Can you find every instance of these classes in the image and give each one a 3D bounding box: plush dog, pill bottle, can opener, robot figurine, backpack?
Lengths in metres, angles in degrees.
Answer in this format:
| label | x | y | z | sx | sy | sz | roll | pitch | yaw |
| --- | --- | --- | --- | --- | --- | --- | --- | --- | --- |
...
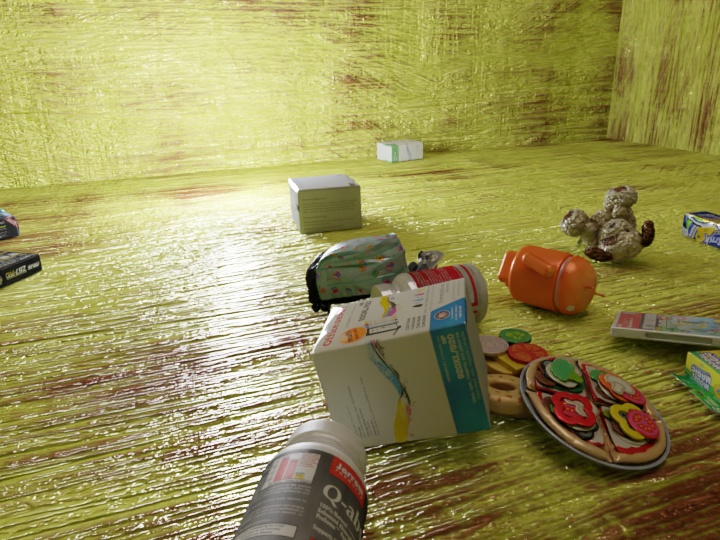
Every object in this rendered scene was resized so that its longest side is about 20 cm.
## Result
| label | x | y | z | sx | sy | sz | roll | pitch | yaw |
| --- | --- | --- | --- | --- | --- | --- | --- | --- | --- |
| plush dog | 0.616 | -0.083 | 1.356 | 0.197 | 0.162 | 0.173 | -27 | 32 | 13 |
| pill bottle | 0.122 | 0.055 | 1.007 | 0.195 | 0.115 | 0.112 | -8 | 21 | -17 |
| can opener | 0.126 | 0.018 | 1.213 | 0.052 | 0.068 | 0.200 | 11 | 37 | 31 |
| robot figurine | 0.370 | 0.018 | 1.084 | 0.197 | 0.146 | 0.116 | 17 | 44 | 41 |
| backpack | 0.000 | 0.000 | 1.112 | 0.196 | 0.129 | 0.167 | -8 | 21 | 28 |
| pill bottle | -0.053 | 0.240 | 0.523 | 0.113 | 0.119 | 0.201 | 2 | 21 | 9 |

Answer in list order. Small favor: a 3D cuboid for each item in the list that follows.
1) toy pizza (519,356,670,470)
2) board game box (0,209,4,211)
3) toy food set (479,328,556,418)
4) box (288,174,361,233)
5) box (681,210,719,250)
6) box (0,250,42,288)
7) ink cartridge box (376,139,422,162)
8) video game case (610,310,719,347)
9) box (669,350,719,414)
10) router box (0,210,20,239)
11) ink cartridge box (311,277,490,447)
| label | x | y | z | sx | sy | sz | roll | pitch | yaw |
| --- | --- | --- | --- | --- | --- | --- | --- | --- | --- |
| toy pizza | 0.307 | 0.172 | 0.725 | 0.195 | 0.032 | 0.202 | 9 | 30 | -5 |
| board game box | -1.284 | -0.157 | 1.785 | 0.148 | 0.046 | 0.200 | 5 | 21 | 17 |
| toy food set | 0.219 | 0.152 | 0.834 | 0.196 | 0.050 | 0.197 | -12 | 23 | -24 |
| box | -0.111 | -0.211 | 1.711 | 0.195 | 0.134 | 0.199 | -6 | 20 | -13 |
| box | 0.925 | -0.097 | 1.422 | 0.068 | 0.066 | 0.200 | -5 | 21 | -9 |
| box | -0.896 | 0.006 | 1.314 | 0.157 | 0.050 | 0.200 | 5 | 22 | 13 |
| ink cartridge box | 0.201 | -0.610 | 2.818 | 0.196 | 0.090 | 0.145 | -14 | 24 | -26 |
| video game case | 0.536 | 0.098 | 0.936 | 0.196 | 0.018 | 0.142 | 4 | 9 | 30 |
| box | 0.568 | 0.158 | 0.795 | 0.195 | 0.050 | 0.118 | -4 | 19 | -2 |
| router box | -1.151 | -0.122 | 1.655 | 0.148 | 0.064 | 0.198 | 14 | 26 | 39 |
| ink cartridge box | 0.058 | 0.120 | 0.729 | 0.196 | 0.148 | 0.148 | -13 | 17 | 15 |
